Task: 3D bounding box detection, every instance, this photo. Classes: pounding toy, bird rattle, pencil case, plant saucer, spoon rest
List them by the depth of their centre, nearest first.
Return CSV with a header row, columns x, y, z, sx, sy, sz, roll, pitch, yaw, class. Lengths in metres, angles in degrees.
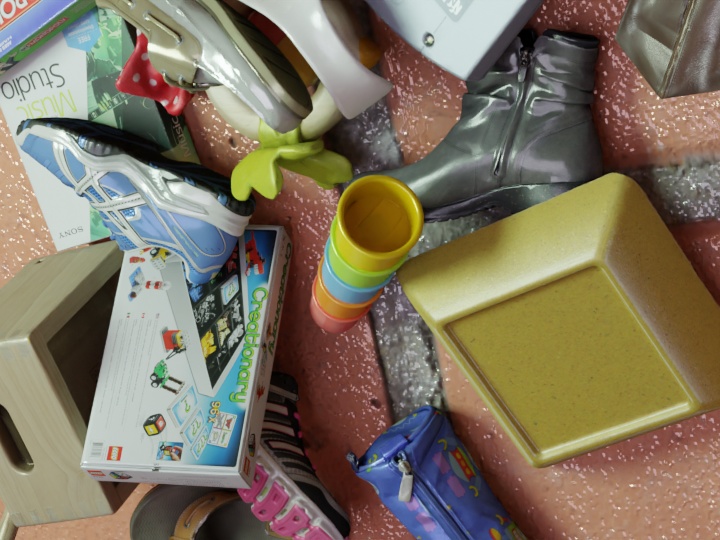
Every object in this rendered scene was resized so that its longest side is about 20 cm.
x,y,z,sx,sy,sz,roll,pitch,yaw,class
-0.049,-0.199,1.348,0.099,0.061,0.201,-35,77,11,spoon rest
0.147,0.052,1.366,0.199,0.049,0.200,-23,116,32,plant saucer
-0.070,-0.149,1.434,0.163,0.112,0.200,-47,71,21,bird rattle
0.077,0.197,1.471,0.078,0.087,0.201,-36,91,11,pencil case
-0.239,0.116,1.537,0.141,0.184,0.201,-11,113,30,pounding toy

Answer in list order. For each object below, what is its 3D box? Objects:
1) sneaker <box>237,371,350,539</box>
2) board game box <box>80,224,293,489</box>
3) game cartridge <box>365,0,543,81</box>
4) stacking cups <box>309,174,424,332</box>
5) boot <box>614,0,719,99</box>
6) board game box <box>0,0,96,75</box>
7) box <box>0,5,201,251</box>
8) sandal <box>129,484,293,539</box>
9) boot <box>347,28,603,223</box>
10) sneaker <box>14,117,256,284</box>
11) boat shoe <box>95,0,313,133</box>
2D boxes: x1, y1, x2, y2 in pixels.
x,y,z,sx,sy,sz,roll,pitch,yaw,class
-0.068,0.126,1.517,0.200,0.087,0.074,47,150,4,sneaker
-0.128,0.061,1.467,0.125,0.202,0.035,2,154,16,board game box
0.046,-0.232,1.330,0.201,0.040,0.134,52,121,19,game cartridge
0.000,0.000,1.397,0.060,0.061,0.200,41,158,8,stacking cups
0.260,-0.189,1.241,0.186,0.064,0.202,29,117,31,boot
-0.257,-0.240,1.485,0.199,0.029,0.136,-30,75,28,board game box
-0.210,-0.126,1.528,0.143,0.036,0.202,-15,102,31,box
-0.107,0.213,1.590,0.198,0.055,0.083,2,110,27,sandal
0.078,-0.105,1.378,0.198,0.070,0.133,-3,101,21,boot
-0.178,-0.057,1.467,0.199,0.076,0.078,26,106,18,sneaker
-0.110,-0.156,1.365,0.068,0.075,0.200,-46,63,9,boat shoe
